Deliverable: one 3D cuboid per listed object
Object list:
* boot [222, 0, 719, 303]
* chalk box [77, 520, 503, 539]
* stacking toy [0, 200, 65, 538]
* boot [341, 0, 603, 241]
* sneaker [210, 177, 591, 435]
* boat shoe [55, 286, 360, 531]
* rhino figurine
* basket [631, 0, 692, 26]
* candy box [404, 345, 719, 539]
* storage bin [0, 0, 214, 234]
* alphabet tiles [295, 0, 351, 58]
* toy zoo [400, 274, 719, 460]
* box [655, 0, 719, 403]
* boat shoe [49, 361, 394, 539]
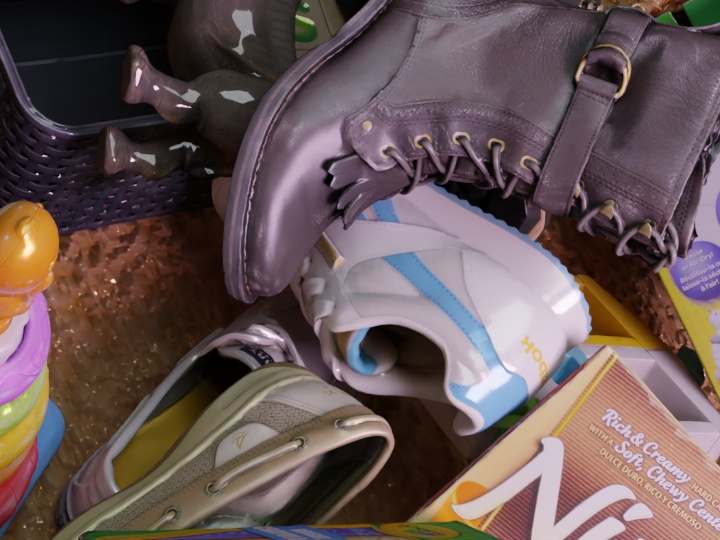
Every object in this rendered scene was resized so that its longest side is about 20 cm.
[{"bbox_3d":[0.054,-0.045,0.713,0.174,0.069,0.200,28,80,14],"label":"boot"},{"bbox_3d":[0.004,0.159,0.630,0.199,0.124,0.125,0,90,-16],"label":"chalk box"},{"bbox_3d":[-0.156,0.032,0.664,0.110,0.200,0.116,33,51,-6],"label":"stacking toy"},{"bbox_3d":[0.081,-0.102,0.839,0.138,0.077,0.201,-3,63,-36],"label":"boot"},{"bbox_3d":[0.000,0.000,0.774,0.200,0.077,0.081,27,60,34],"label":"sneaker"},{"bbox_3d":[-0.052,0.057,0.790,0.071,0.070,0.200,48,51,7],"label":"boat shoe"},{"bbox_3d":[-0.064,-0.130,0.781,0.087,0.060,0.201,11,67,-22],"label":"rhino figurine"},{"bbox_3d":[0.221,-0.117,1.002,0.200,0.149,0.143,-34,80,-38],"label":"basket"},{"bbox_3d":[0.125,0.144,0.721,0.115,0.055,0.200,-41,79,-3],"label":"candy box"},{"bbox_3d":[-0.103,-0.107,0.854,0.199,0.094,0.136,-13,67,-33],"label":"storage bin"},{"bbox_3d":[0.001,-0.150,0.875,0.199,0.008,0.168,-4,62,-31],"label":"alphabet tiles"},{"bbox_3d":[0.096,0.044,0.860,0.199,0.021,0.131,5,34,-39],"label":"toy zoo"},{"bbox_3d":[0.194,-0.041,0.871,0.201,0.117,0.048,65,20,7],"label":"box"},{"bbox_3d":[-0.071,0.122,0.697,0.201,0.063,0.073,-43,128,-18],"label":"boat shoe"}]
